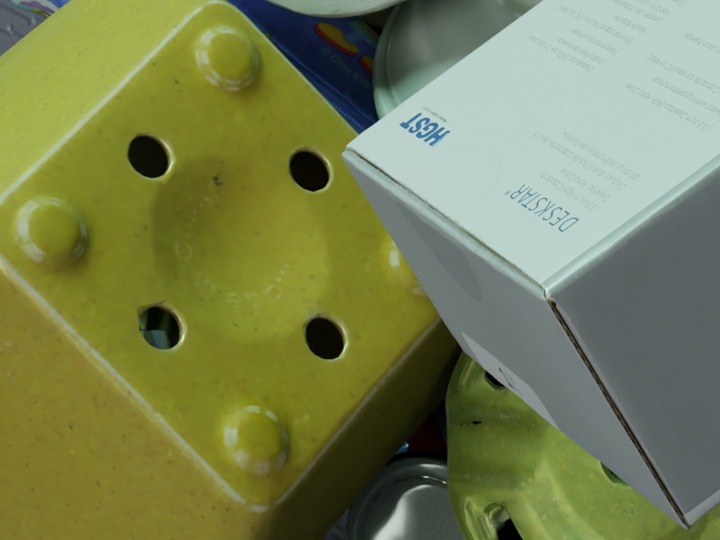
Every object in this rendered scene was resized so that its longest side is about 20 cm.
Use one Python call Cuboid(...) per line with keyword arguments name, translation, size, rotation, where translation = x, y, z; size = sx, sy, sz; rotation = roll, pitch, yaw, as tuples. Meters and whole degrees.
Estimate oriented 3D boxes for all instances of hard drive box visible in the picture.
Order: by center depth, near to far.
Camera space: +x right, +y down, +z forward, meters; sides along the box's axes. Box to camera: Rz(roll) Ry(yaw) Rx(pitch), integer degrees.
Cuboid(name="hard drive box", translation=(0.114, -0.044, 0.739), size=(0.200, 0.156, 0.077), rotation=(-35, 113, -6))

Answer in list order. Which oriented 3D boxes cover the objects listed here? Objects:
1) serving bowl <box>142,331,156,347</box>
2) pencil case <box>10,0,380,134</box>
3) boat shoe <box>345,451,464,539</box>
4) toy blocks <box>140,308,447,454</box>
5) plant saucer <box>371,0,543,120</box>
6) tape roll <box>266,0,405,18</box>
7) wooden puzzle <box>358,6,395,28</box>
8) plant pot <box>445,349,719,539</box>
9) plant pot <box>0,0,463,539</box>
Cuboid(name="serving bowl", translation=(-0.109, 0.066, 1.079), size=(0.065, 0.200, 0.201), rotation=(-6, 95, 1))
Cuboid(name="pencil case", translation=(-0.031, -0.067, 0.965), size=(0.200, 0.087, 0.078), rotation=(41, 94, 6))
Cuboid(name="boat shoe", translation=(0.082, 0.132, 0.982), size=(0.200, 0.060, 0.076), rotation=(45, 98, 2))
Cuboid(name="toy blocks", translation=(0.000, 0.000, 1.043), size=(0.136, 0.100, 0.201), rotation=(6, 95, 21))
Cuboid(name="plant saucer", translation=(0.096, -0.093, 0.893), size=(0.199, 0.200, 0.050), rotation=(10, 134, 32))
Cuboid(name="tape roll", translation=(-0.015, -0.178, 0.872), size=(0.202, 0.037, 0.204), rotation=(25, 125, 41))
Cuboid(name="wooden puzzle", translation=(-0.044, -0.166, 1.005), size=(0.185, 0.037, 0.200), rotation=(23, 146, 30))
Cuboid(name="plant pot", translation=(0.125, 0.044, 0.896), size=(0.199, 0.190, 0.201), rotation=(6, 102, 32))
Cuboid(name="plant pot", translation=(-0.075, 0.024, 0.874), size=(0.194, 0.196, 0.200), rotation=(46, 146, -5))
